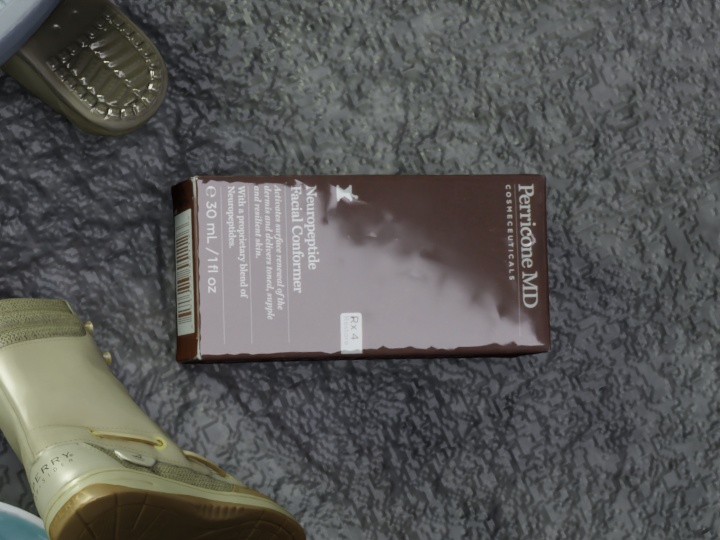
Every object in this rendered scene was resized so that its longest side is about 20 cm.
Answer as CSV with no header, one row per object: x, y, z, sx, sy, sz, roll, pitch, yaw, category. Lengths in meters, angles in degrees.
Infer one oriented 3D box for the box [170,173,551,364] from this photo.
0.000,0.000,1.225,0.199,0.075,0.101,-2,87,-16,box

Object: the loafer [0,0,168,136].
-0.182,-0.142,1.191,0.076,0.068,0.200,-35,79,-24,loafer

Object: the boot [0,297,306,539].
-0.122,0.093,1.180,0.073,0.200,0.156,-47,57,14,boot

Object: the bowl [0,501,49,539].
-0.221,0.217,1.131,0.200,0.105,0.202,4,81,-24,bowl

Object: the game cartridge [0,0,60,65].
-0.228,-0.151,1.127,0.133,0.041,0.200,43,65,2,game cartridge
